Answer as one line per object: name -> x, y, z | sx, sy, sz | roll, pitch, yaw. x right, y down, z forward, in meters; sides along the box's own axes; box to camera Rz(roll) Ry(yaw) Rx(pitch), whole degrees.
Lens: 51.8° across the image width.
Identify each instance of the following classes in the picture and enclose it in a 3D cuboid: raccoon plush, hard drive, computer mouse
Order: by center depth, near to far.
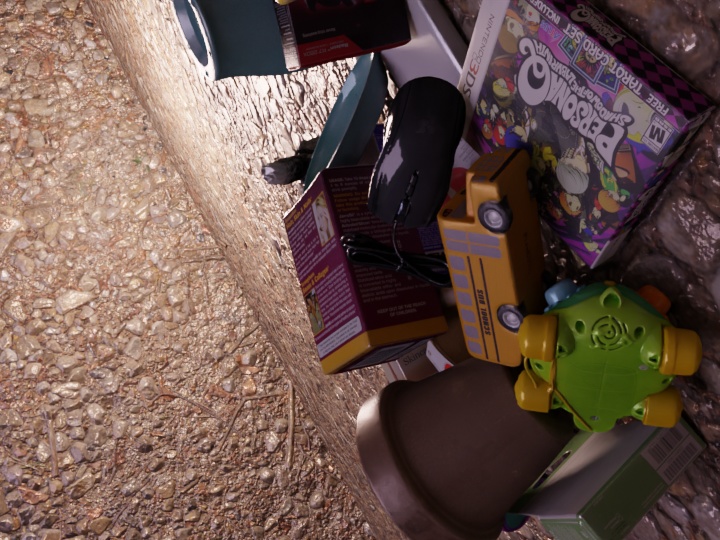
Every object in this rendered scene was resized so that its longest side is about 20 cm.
computer mouse -> 0.071, -0.068, 0.693 | 0.046, 0.139, 0.201 | -82, 12, -62
hard drive -> 0.094, -0.176, 0.773 | 0.201, 0.026, 0.132 | 60, 163, 5
raccoon plush -> -0.063, -0.112, 1.062 | 0.096, 0.199, 0.135 | 24, 127, 46

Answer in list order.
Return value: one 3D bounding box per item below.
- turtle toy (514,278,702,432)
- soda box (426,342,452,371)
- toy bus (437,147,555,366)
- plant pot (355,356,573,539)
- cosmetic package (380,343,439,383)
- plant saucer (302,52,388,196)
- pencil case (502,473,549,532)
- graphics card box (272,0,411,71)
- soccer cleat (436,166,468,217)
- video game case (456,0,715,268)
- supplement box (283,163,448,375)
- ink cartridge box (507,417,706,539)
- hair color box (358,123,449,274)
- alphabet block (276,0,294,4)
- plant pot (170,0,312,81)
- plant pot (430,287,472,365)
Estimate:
turtle toy -> 0.215, 0.079, 0.670 | 0.144, 0.102, 0.201 | 5, 137, 13
soda box -> 0.172, 0.155, 1.000 | 0.200, 0.063, 0.068 | 51, 160, 29
toy bus -> 0.124, -0.009, 0.671 | 0.078, 0.065, 0.201 | 12, 132, 37
plant pot -> 0.120, 0.173, 0.780 | 0.200, 0.174, 0.201 | 37, -153, -23
cosmetic package -> 0.082, 0.120, 1.138 | 0.201, 0.103, 0.087 | 61, 161, -5
plant saucer -> -0.014, -0.173, 0.897 | 0.036, 0.201, 0.200 | 22, 169, -14
pencil case -> 0.145, 0.228, 0.941 | 0.200, 0.085, 0.093 | 43, 171, 43
graphics card box -> -0.030, -0.307, 0.713 | 0.051, 0.125, 0.202 | -153, 48, -66
soccer cleat -> 0.132, -0.017, 0.783 | 0.201, 0.076, 0.067 | 56, 162, -25
video game case -> 0.161, -0.126, 0.605 | 0.200, 0.036, 0.182 | 51, 155, 22
supplement box -> 0.000, 0.000, 0.833 | 0.131, 0.102, 0.202 | -39, 64, 59
ink cartridge box -> 0.239, 0.217, 0.759 | 0.048, 0.145, 0.200 | 48, 161, 8
hair color box -> 0.043, -0.066, 0.911 | 0.109, 0.064, 0.202 | -43, 58, 58
alphabet block -> 0.009, -0.327, 0.492 | 0.198, 0.199, 0.195 | 64, 162, -9
plant pot -> -0.117, -0.318, 0.875 | 0.201, 0.187, 0.201 | 54, 161, 28
plant pot -> 0.152, 0.078, 0.823 | 0.199, 0.028, 0.201 | 21, 148, 13
